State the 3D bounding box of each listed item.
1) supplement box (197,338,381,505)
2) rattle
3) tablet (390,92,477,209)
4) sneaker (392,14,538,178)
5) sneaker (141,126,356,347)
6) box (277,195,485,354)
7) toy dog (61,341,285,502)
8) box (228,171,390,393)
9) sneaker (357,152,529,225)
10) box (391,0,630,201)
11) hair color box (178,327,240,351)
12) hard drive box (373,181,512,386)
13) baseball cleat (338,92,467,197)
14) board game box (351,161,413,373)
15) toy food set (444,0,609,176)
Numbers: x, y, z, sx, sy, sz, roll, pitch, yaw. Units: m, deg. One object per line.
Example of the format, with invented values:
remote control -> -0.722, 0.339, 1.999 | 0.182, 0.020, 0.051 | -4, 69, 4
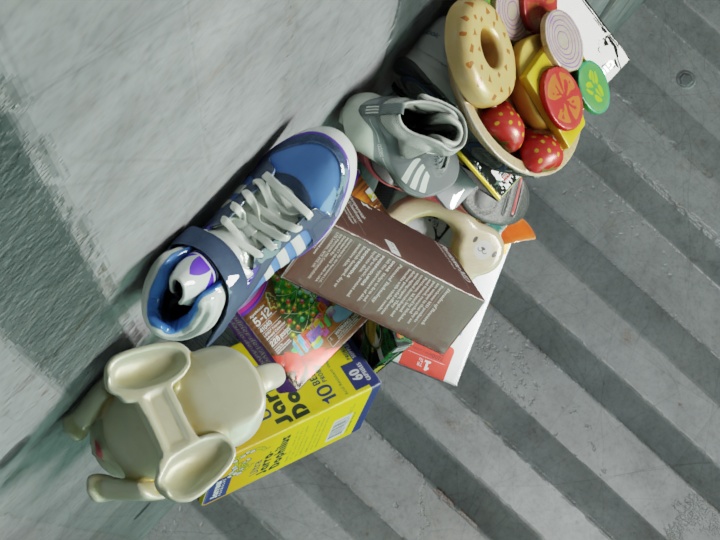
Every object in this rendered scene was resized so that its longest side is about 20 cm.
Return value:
supplement box -> -0.097, 0.136, 1.618 | 0.200, 0.109, 0.110 | -24, 157, -26
rattle -> 0.117, -0.027, 1.673 | 0.200, 0.130, 0.143 | -6, 175, -15
tablet -> 0.115, -0.172, 1.618 | 0.200, 0.130, 0.014 | -46, -166, -21
sneaker -> 0.120, -0.159, 1.491 | 0.074, 0.200, 0.087 | 16, -111, 51
sneaker -> -0.091, -0.021, 1.232 | 0.200, 0.081, 0.146 | -43, -178, 23
box -> 0.009, -0.008, 1.445 | 0.075, 0.200, 0.100 | -51, -144, 15
toy dog -> -0.181, 0.132, 1.449 | 0.194, 0.140, 0.200 | -36, -177, -33
box -> -0.046, 0.002, 1.510 | 0.200, 0.137, 0.039 | -45, -163, -30
sneaker -> 0.086, -0.105, 1.660 | 0.087, 0.200, 0.074 | 24, -86, 67
box -> 0.150, -0.195, 1.560 | 0.200, 0.160, 0.049 | -46, -151, -4
hair color box -> -0.123, 0.045, 1.661 | 0.200, 0.061, 0.099 | -50, 175, 35
hard drive box -> 0.066, 0.008, 1.771 | 0.200, 0.156, 0.077 | -69, -162, -3
baseball cleat -> 0.063, -0.110, 1.446 | 0.200, 0.106, 0.070 | 19, 77, -58
board game box -> 0.000, 0.000, 1.632 | 0.023, 0.200, 0.105 | -9, 163, -27
toy food set -> 0.150, -0.187, 1.455 | 0.049, 0.200, 0.198 | -16, -153, 42
